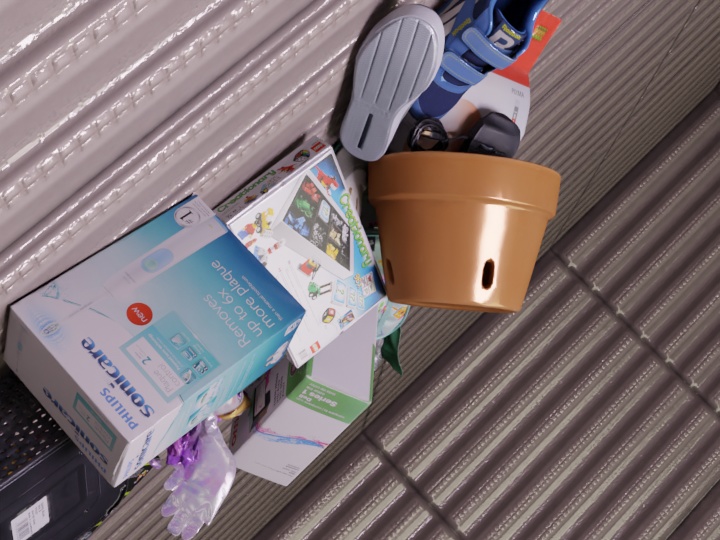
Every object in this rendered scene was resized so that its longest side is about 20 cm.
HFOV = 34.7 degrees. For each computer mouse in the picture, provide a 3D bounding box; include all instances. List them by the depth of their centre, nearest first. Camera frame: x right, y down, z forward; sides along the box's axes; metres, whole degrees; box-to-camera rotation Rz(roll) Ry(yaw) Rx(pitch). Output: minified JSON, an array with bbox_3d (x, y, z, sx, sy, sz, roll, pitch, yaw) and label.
[{"bbox_3d":[0.111,-0.130,1.179,0.199,0.034,0.059,-8,136,-53],"label":"computer mouse"}]

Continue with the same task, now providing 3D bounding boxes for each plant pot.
[{"bbox_3d":[0.099,-0.033,1.173,0.200,0.197,0.143,21,74,-77],"label":"plant pot"}]

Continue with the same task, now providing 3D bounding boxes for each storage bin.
[{"bbox_3d":[-0.298,0.182,0.962,0.199,0.093,0.137,-37,148,-39],"label":"storage bin"}]

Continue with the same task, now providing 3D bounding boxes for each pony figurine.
[{"bbox_3d":[-0.181,0.144,1.168,0.193,0.165,0.201,-49,155,-20],"label":"pony figurine"}]

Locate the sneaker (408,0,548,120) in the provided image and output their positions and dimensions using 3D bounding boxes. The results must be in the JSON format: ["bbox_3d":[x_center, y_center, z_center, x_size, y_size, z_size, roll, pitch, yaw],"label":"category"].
[{"bbox_3d":[0.110,-0.221,1.102,0.073,0.083,0.201,19,116,-35],"label":"sneaker"}]

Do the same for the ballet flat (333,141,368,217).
[{"bbox_3d":[-0.035,-0.053,1.186,0.201,0.063,0.067,-52,160,-6],"label":"ballet flat"}]

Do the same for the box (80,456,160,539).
[{"bbox_3d":[-0.341,0.276,1.333,0.194,0.047,0.200,-49,167,4],"label":"box"}]

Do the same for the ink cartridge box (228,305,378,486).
[{"bbox_3d":[-0.066,0.123,1.279,0.200,0.083,0.146,-48,-153,42],"label":"ink cartridge box"}]

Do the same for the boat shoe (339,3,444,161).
[{"bbox_3d":[0.028,-0.183,1.068,0.063,0.071,0.200,-67,-175,-34],"label":"boat shoe"}]

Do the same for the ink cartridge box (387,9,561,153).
[{"bbox_3d":[0.135,-0.190,1.233,0.161,0.050,0.201,9,121,-49],"label":"ink cartridge box"}]

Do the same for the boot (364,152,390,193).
[{"bbox_3d":[0.093,-0.144,1.373,0.199,0.072,0.155,-30,159,-43],"label":"boot"}]

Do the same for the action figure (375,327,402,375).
[{"bbox_3d":[0.013,0.035,1.512,0.054,0.117,0.203,-28,134,-39],"label":"action figure"}]

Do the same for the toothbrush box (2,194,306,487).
[{"bbox_3d":[-0.167,0.052,0.944,0.199,0.146,0.086,-35,165,-36],"label":"toothbrush box"}]

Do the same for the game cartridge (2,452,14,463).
[{"bbox_3d":[-0.382,0.233,1.078,0.176,0.032,0.200,-44,169,-12],"label":"game cartridge"}]

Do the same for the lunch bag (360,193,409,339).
[{"bbox_3d":[0.000,0.000,1.339,0.158,0.078,0.201,-1,137,-25],"label":"lunch bag"}]

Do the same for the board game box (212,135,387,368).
[{"bbox_3d":[-0.053,-0.014,1.122,0.126,0.035,0.202,-37,133,-17],"label":"board game box"}]
